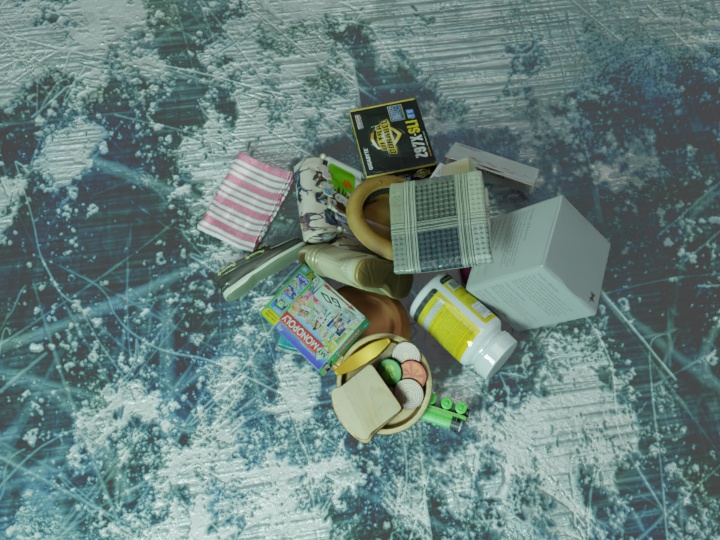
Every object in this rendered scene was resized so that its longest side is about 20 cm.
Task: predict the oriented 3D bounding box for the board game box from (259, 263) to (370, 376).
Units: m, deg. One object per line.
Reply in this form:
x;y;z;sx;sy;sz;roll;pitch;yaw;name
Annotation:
-0.090;0.092;1.656;0.135;0.029;0.199;-47;54;-7;board game box

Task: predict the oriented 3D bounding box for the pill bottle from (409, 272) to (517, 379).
0.201;0.109;1.659;0.114;0.115;0.200;-41;70;-19;pill bottle

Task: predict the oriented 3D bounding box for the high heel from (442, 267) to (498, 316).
0.238;0.007;1.735;0.095;0.068;0.201;-32;67;-12;high heel

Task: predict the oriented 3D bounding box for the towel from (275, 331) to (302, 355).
-0.061;0.108;1.708;0.195;0.022;0.149;10;64;4;towel

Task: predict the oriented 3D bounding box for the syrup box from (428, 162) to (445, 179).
0.149;-0.118;1.790;0.078;0.082;0.202;29;68;14;syrup box

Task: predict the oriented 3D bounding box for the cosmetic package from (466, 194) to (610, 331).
0.341;-0.008;1.638;0.167;0.198;0.169;38;57;-26;cosmetic package

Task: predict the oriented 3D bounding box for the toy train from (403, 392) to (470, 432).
0.111;0.256;1.626;0.196;0.042;0.057;17;74;8;toy train

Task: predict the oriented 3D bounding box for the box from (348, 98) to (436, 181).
0.069;-0.279;1.871;0.156;0.050;0.203;-10;55;-5;box

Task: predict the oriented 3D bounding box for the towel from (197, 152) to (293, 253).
-0.244;-0.148;1.817;0.144;0.030;0.203;21;70;16;towel

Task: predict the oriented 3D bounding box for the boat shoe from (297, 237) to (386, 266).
-0.031;-0.030;1.753;0.195;0.073;0.066;6;55;-2;boat shoe

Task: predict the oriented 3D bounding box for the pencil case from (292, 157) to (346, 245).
-0.090;-0.145;1.803;0.088;0.078;0.204;5;59;-28;pencil case

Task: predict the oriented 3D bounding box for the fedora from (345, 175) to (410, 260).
0.063;-0.089;1.679;0.196;0.082;0.205;4;61;-8;fedora

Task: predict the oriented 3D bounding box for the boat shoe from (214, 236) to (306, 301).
-0.204;-0.017;1.740;0.199;0.072;0.061;-33;72;-13;boat shoe

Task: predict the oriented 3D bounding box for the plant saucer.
0.003;0.113;1.678;0.195;0.038;0.204;1;63;-2;plant saucer

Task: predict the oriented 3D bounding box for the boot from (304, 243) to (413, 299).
0.000;0.000;1.669;0.153;0.198;0.074;15;93;37;boot

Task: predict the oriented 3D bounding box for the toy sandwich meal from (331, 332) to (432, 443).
0.035;0.215;1.582;0.200;0.070;0.210;0;88;8;toy sandwich meal

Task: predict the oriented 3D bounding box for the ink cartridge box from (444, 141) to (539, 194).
0.275;-0.208;1.800;0.196;0.044;0.174;20;23;9;ink cartridge box

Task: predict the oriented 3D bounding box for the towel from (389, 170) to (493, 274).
0.149;-0.089;1.602;0.188;0.035;0.204;-7;62;12;towel

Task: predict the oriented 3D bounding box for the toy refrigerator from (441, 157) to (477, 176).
0.202;-0.115;1.678;0.069;0.076;0.204;-15;52;28;toy refrigerator

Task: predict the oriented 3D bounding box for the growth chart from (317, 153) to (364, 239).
-0.024;-0.148;1.798;0.143;0.018;0.204;13;54;-40;growth chart
